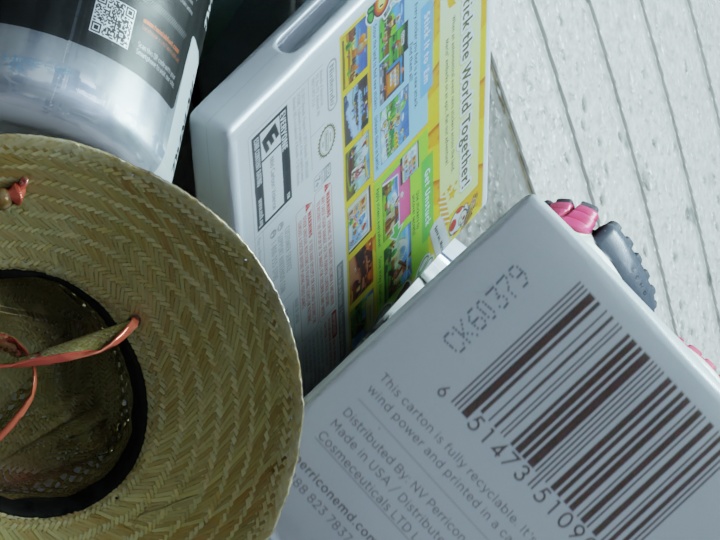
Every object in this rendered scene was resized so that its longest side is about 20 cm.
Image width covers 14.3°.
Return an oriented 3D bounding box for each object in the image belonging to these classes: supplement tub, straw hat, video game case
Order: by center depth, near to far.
[{"bbox_3d":[-0.125,0.041,1.048,0.085,0.201,0.201,-155,-130,-73],"label":"straw hat"},{"bbox_3d":[-0.114,-0.120,1.083,0.123,0.122,0.200,44,49,-47],"label":"supplement tub"},{"bbox_3d":[-0.004,-0.044,1.178,0.182,0.023,0.200,-47,152,-32],"label":"video game case"}]

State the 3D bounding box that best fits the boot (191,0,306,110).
[{"bbox_3d":[-0.030,-0.140,1.210,0.070,0.132,0.200,-3,71,-18],"label":"boot"}]

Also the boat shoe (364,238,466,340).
[{"bbox_3d":[0.000,0.000,1.315,0.200,0.074,0.065,46,51,-32],"label":"boat shoe"}]

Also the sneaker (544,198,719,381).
[{"bbox_3d":[0.131,0.059,1.514,0.200,0.081,0.075,53,56,-20],"label":"sneaker"}]

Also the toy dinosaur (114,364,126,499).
[{"bbox_3d":[-0.094,0.057,1.160,0.200,0.047,0.088,23,58,-60],"label":"toy dinosaur"}]

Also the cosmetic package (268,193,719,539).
[{"bbox_3d":[0.063,0.085,1.154,0.165,0.165,0.200,47,1,4],"label":"cosmetic package"}]

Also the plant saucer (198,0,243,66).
[{"bbox_3d":[-0.052,-0.132,1.150,0.019,0.200,0.070,14,66,-14],"label":"plant saucer"}]
